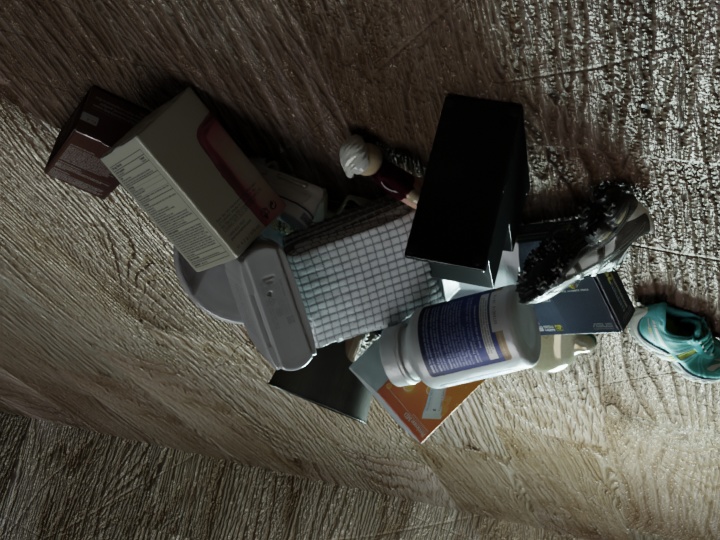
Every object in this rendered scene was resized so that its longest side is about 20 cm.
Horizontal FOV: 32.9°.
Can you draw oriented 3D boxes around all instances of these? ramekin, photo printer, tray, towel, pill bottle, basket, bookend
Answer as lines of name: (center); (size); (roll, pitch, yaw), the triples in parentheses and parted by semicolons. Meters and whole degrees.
ramekin: (-0.176, -0.022, 1.771); (0.201, 0.204, 0.094); (20, 171, -13)
photo printer: (-0.126, 0.036, 1.625); (0.069, 0.168, 0.200); (-20, -169, -11)
tray: (0.156, -0.003, 1.590); (0.106, 0.022, 0.200); (4, 156, 11)
towel: (0.000, 0.000, 1.656); (0.198, 0.086, 0.167); (-20, 122, -6)
pill bottle: (0.130, 0.094, 1.619); (0.198, 0.112, 0.111); (-16, 147, 26)
basket: (-0.031, 0.115, 1.900); (0.179, 0.202, 0.136); (17, 171, 35)
bookend: (0.130, -0.062, 1.416); (0.091, 0.201, 0.200); (10, 160, 15)

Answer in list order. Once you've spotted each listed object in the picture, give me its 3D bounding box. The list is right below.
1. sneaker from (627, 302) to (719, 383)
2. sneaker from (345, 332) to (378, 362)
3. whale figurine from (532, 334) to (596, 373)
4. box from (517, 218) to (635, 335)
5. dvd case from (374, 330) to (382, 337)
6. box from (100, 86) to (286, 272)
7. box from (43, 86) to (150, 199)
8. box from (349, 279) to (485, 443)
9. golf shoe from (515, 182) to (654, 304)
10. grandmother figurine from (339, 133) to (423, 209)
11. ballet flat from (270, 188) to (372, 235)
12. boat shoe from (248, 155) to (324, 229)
sneaker: (0.480, 0.104, 1.772); (0.199, 0.078, 0.079); (25, 149, -23)
sneaker: (0.010, 0.035, 1.806); (0.075, 0.202, 0.070); (30, -161, 29)
whale figurine: (0.284, 0.058, 1.787); (0.158, 0.104, 0.201); (33, 139, 13)
box: (0.251, 0.013, 1.648); (0.199, 0.051, 0.159); (-5, 124, 44)
dvd case: (0.083, 0.058, 1.842); (0.017, 0.143, 0.200); (31, 171, 30)
box: (-0.214, -0.113, 1.567); (0.200, 0.109, 0.127); (51, 149, -15)
box: (-0.362, -0.172, 1.683); (0.099, 0.076, 0.200); (24, 160, -21)
box: (0.105, 0.127, 1.771); (0.125, 0.200, 0.097); (50, 173, -30)
golf shoe: (0.278, -0.014, 1.505); (0.094, 0.078, 0.200); (24, 129, -30)
grandmother figurine: (0.057, -0.108, 1.547); (0.199, 0.061, 0.121); (31, 176, -22)
ballet flat: (-0.027, -0.078, 1.707); (0.198, 0.068, 0.076); (10, 138, 1)
boat shoe: (-0.136, -0.122, 1.653); (0.199, 0.066, 0.072); (25, 167, 32)
